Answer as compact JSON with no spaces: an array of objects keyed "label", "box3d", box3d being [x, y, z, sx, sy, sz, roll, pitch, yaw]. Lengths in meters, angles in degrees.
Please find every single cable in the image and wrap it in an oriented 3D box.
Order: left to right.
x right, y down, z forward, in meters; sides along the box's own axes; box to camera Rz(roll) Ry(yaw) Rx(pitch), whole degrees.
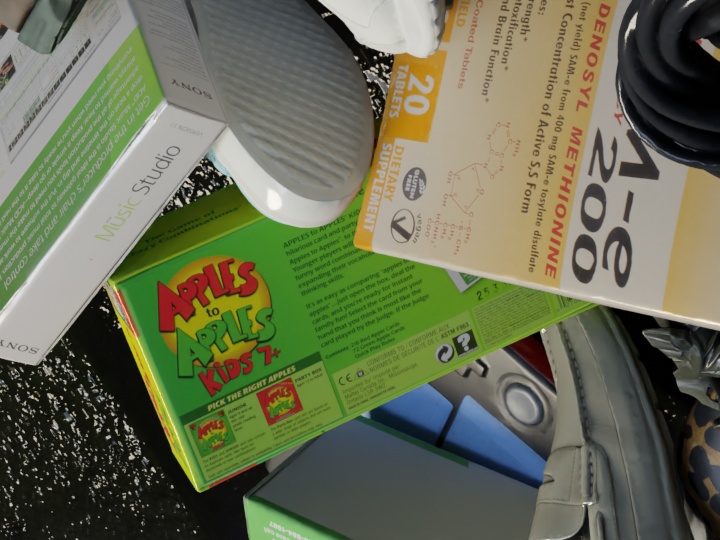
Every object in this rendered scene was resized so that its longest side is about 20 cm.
[{"label":"cable","box3d":[0.158,-0.056,0.738,0.199,0.051,0.163,-1,164,34]}]

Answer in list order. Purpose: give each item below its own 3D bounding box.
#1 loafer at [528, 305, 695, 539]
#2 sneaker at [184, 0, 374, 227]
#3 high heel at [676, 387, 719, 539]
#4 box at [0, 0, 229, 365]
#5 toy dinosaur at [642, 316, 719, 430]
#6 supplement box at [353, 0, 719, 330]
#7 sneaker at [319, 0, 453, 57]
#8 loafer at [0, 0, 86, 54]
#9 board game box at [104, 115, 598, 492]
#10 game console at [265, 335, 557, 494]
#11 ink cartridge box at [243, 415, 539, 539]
[{"label":"loafer","box3d":[0.102,0.101,1.064,0.070,0.069,0.201,79,176,-67]},{"label":"sneaker","box3d":[-0.051,-0.070,1.035,0.200,0.073,0.082,-115,33,-45]},{"label":"high heel","box3d":[0.211,0.133,1.046,0.200,0.071,0.143,34,145,31]},{"label":"box","box3d":[-0.129,-0.081,1.034,0.144,0.036,0.201,-49,42,28]},{"label":"toy dinosaur","box3d":[0.188,0.007,0.962,0.135,0.102,0.201,-11,92,28]},{"label":"supplement box","box3d":[0.100,-0.049,0.918,0.199,0.073,0.127,12,90,43]},{"label":"sneaker","box3d":[-0.018,-0.132,0.864,0.099,0.078,0.200,5,163,11]},{"label":"loafer","box3d":[-0.113,-0.138,0.892,0.063,0.072,0.200,30,155,-5]},{"label":"board game box","box3d":[0.000,0.000,1.043,0.102,0.199,0.048,70,169,-23]},{"label":"game console","box3d":[0.040,0.090,1.204,0.177,0.031,0.200,37,138,13]},{"label":"ink cartridge box","box3d":[0.031,0.188,1.201,0.145,0.084,0.201,21,132,31]}]
